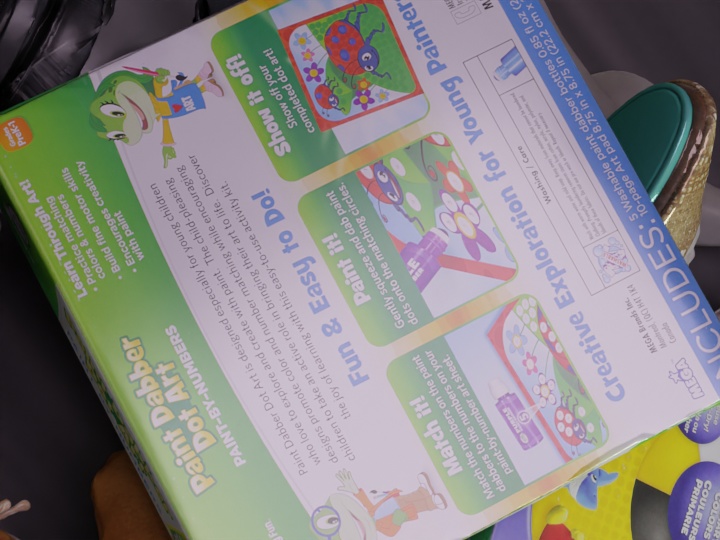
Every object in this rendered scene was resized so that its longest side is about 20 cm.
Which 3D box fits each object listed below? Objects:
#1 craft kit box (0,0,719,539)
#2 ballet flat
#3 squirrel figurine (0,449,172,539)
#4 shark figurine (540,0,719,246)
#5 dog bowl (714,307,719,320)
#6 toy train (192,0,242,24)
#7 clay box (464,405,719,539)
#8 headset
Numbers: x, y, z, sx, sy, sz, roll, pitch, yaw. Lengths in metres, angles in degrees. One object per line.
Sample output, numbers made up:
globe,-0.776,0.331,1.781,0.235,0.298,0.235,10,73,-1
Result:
craft kit box,0.000,0.000,0.788,0.197,0.049,0.200,-26,82,-16
ballet flat,0.087,0.013,0.916,0.065,0.071,0.200,27,114,-29
squirrel figurine,-0.080,0.163,0.820,0.186,0.142,0.200,-3,67,-12
shark figurine,0.131,-0.045,0.959,0.214,0.089,0.128,21,79,-15
dog bowl,0.191,0.100,0.978,0.200,0.059,0.200,2,83,-21
toy train,-0.022,-0.026,0.893,0.034,0.046,0.200,-9,117,15
clay box,0.122,0.093,0.874,0.200,0.048,0.115,26,73,-30
headset,-0.099,-0.069,0.872,0.124,0.094,0.200,47,61,-9
